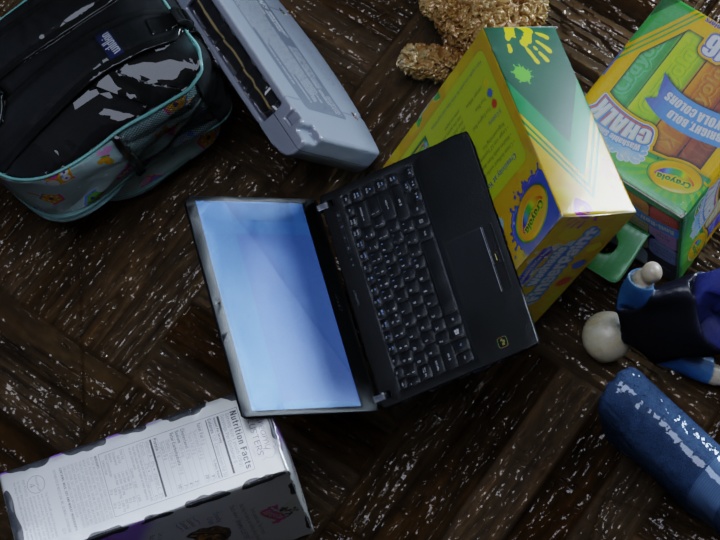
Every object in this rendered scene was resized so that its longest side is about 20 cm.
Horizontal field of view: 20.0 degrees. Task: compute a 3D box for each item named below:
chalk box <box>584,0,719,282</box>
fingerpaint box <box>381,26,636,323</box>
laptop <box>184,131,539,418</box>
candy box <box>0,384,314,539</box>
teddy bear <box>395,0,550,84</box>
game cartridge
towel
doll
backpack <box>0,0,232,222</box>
[{"bbox_3d":[0.229,-0.086,1.588,0.124,0.124,0.201,33,73,19],"label":"chalk box"},{"bbox_3d":[0.105,-0.058,1.547,0.073,0.200,0.168,-5,60,-30],"label":"fingerpaint box"},{"bbox_3d":[0.000,0.000,1.460,0.198,0.103,0.179,-23,67,14],"label":"laptop"},{"bbox_3d":[-0.143,0.171,1.491,0.198,0.168,0.072,-19,67,-3],"label":"candy box"},{"bbox_3d":[0.097,-0.212,1.691,0.143,0.067,0.202,-6,65,6],"label":"teddy bear"},{"bbox_3d":[-0.068,-0.164,1.654,0.040,0.133,0.201,-43,66,23],"label":"game cartridge"},{"bbox_3d":[0.253,0.157,1.483,0.049,0.112,0.200,-44,69,-3],"label":"towel"},{"bbox_3d":[0.256,0.038,1.534,0.198,0.137,0.049,-15,37,31],"label":"doll"},{"bbox_3d":[-0.221,-0.140,1.646,0.199,0.154,0.176,-33,66,-7],"label":"backpack"}]
